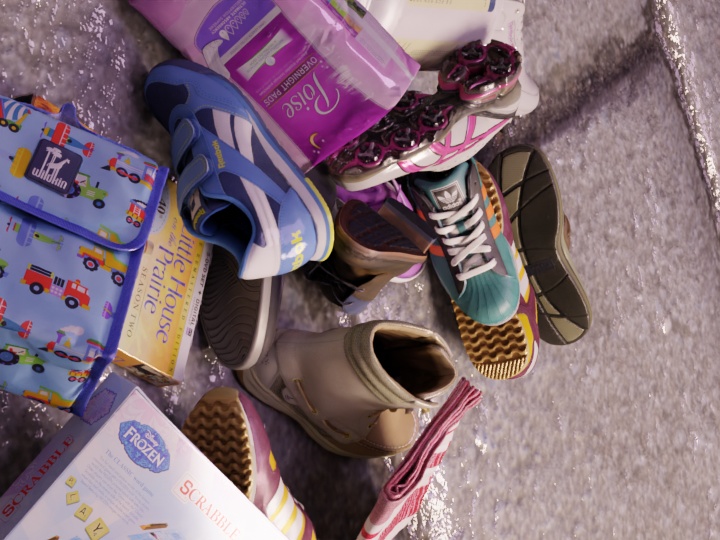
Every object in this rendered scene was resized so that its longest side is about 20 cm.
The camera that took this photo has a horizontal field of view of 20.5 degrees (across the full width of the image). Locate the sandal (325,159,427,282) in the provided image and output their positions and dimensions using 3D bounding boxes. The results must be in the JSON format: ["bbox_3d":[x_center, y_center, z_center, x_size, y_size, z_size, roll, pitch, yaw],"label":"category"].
[{"bbox_3d":[0.008,-0.062,1.679,0.203,0.050,0.083,50,51,-36],"label":"sandal"}]

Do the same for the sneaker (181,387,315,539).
[{"bbox_3d":[-0.082,0.181,1.508,0.090,0.075,0.201,-20,107,-58],"label":"sneaker"}]

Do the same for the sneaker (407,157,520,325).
[{"bbox_3d":[0.080,-0.048,1.713,0.080,0.071,0.200,31,37,-77],"label":"sneaker"}]

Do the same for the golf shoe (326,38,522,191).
[{"bbox_3d":[0.057,-0.107,1.627,0.200,0.073,0.092,-31,139,-27],"label":"golf shoe"}]

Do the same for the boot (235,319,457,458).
[{"bbox_3d":[0.018,0.095,1.581,0.200,0.154,0.072,34,59,-41],"label":"boot"}]

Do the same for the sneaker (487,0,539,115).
[{"bbox_3d":[0.123,-0.213,1.798,0.200,0.099,0.075,44,19,-44],"label":"sneaker"}]

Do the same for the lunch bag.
[{"bbox_3d":[-0.219,-0.027,1.327,0.150,0.094,0.200,21,54,-11],"label":"lunch bag"}]

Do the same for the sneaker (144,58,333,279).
[{"bbox_3d":[-0.105,-0.075,1.470,0.082,0.074,0.200,-30,68,-28],"label":"sneaker"}]

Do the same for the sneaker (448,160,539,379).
[{"bbox_3d":[0.113,0.000,1.794,0.090,0.075,0.201,2,77,-74],"label":"sneaker"}]

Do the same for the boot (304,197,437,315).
[{"bbox_3d":[0.000,0.000,1.579,0.075,0.097,0.200,40,13,10],"label":"boot"}]

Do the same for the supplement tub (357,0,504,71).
[{"bbox_3d":[0.010,-0.237,1.636,0.200,0.145,0.145,-5,88,-51],"label":"supplement tub"}]

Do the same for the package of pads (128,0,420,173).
[{"bbox_3d":[-0.065,-0.179,1.508,0.200,0.120,0.076,46,31,-11],"label":"package of pads"}]

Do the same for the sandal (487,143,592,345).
[{"bbox_3d":[0.164,-0.025,1.858,0.057,0.080,0.201,-61,137,-59],"label":"sandal"}]

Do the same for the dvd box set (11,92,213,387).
[{"bbox_3d":[-0.190,-0.019,1.442,0.200,0.029,0.147,34,59,-42],"label":"dvd box set"}]

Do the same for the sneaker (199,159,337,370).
[{"bbox_3d":[-0.064,-0.017,1.561,0.106,0.075,0.201,14,72,-46],"label":"sneaker"}]

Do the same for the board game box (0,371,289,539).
[{"bbox_3d":[-0.167,0.207,1.363,0.200,0.041,0.200,-49,125,-13],"label":"board game box"}]

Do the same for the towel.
[{"bbox_3d":[0.029,0.188,1.577,0.023,0.200,0.144,33,48,9],"label":"towel"}]
